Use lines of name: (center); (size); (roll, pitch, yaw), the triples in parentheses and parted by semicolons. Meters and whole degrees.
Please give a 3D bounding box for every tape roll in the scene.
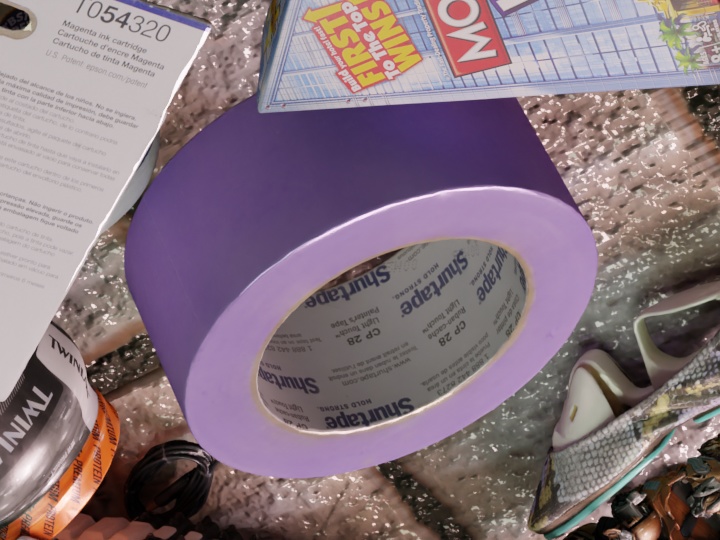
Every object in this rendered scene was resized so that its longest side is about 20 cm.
tape roll: (0.000, 0.000, 1.342); (0.200, 0.085, 0.200); (-18, 146, -12)

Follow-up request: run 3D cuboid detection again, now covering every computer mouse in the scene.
computer mouse: (-0.049, 0.079, 1.509); (0.200, 0.034, 0.059); (-29, 125, 34)

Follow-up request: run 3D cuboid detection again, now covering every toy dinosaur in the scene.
toy dinosaur: (0.130, 0.165, 1.492); (0.102, 0.136, 0.200); (24, 119, 0)

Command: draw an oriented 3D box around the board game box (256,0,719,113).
board game box: (0.034, -0.144, 1.211); (0.200, 0.062, 0.200); (-15, 129, 14)

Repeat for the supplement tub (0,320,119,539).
supplement tub: (-0.217, 0.044, 1.425); (0.122, 0.123, 0.200); (-32, 122, 28)

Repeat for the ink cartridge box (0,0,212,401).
ink cartridge box: (-0.189, -0.055, 1.190); (0.196, 0.043, 0.200); (18, 115, -29)

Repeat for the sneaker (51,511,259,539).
sneaker: (-0.124, 0.170, 1.528); (0.200, 0.066, 0.091); (7, 102, 17)

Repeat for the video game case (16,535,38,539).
video game case: (-0.140, 0.220, 1.512); (0.182, 0.023, 0.200); (23, 131, -24)

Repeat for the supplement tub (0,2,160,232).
supplement tub: (-0.174, -0.113, 1.271); (0.145, 0.145, 0.200); (-6, 130, 10)

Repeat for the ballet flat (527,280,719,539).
ballet flat: (0.144, 0.057, 1.456); (0.072, 0.072, 0.200); (37, 123, -25)
